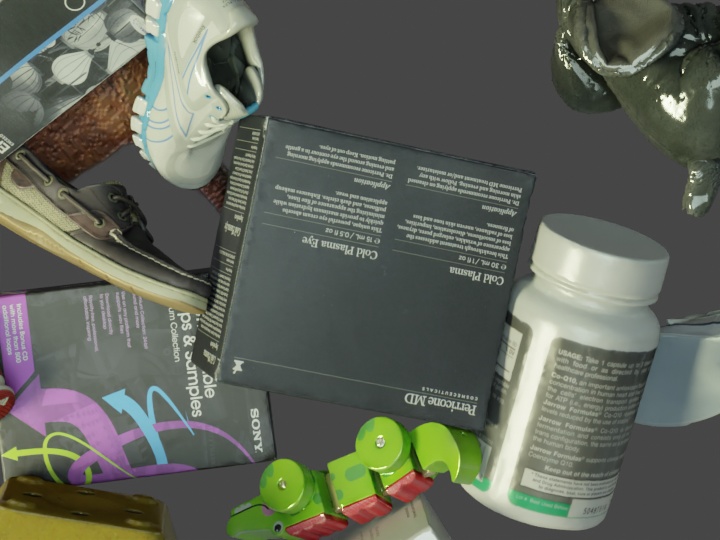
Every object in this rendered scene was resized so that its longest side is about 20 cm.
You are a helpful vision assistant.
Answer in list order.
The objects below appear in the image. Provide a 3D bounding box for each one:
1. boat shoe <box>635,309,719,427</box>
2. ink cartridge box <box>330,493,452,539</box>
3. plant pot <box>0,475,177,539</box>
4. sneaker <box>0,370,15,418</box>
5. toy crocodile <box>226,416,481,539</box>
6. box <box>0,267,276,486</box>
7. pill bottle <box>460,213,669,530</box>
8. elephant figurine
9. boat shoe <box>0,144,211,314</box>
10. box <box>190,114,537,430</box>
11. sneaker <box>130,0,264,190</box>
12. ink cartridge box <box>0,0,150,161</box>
[{"bbox_3d":[0.269,0.055,1.747,0.201,0.086,0.075,-20,92,29],"label":"boat shoe"},{"bbox_3d":[-0.001,0.277,1.719,0.199,0.146,0.147,-33,97,1],"label":"ink cartridge box"},{"bbox_3d":[-0.206,0.254,1.683,0.193,0.196,0.202,10,94,-4],"label":"plant pot"},{"bbox_3d":[-0.345,0.082,1.731,0.199,0.078,0.116,-23,70,9],"label":"sneaker"},{"bbox_3d":[-0.005,0.154,1.724,0.199,0.067,0.062,-25,65,19],"label":"toy crocodile"},{"bbox_3d":[-0.164,0.077,1.744,0.198,0.036,0.144,-7,97,-4],"label":"box"},{"bbox_3d":[0.145,0.070,1.707,0.112,0.113,0.202,14,106,-5],"label":"pill bottle"},{"bbox_3d":[0.190,-0.167,1.703,0.199,0.155,0.142,24,128,5],"label":"elephant figurine"},{"bbox_3d":[-0.184,-0.033,1.692,0.199,0.072,0.065,26,86,22],"label":"boat shoe"},{"bbox_3d":[0.000,0.000,1.691,0.198,0.104,0.184,12,91,-14],"label":"box"},{"bbox_3d":[-0.104,-0.118,1.656,0.075,0.201,0.087,-31,58,-27],"label":"sneaker"},{"bbox_3d":[-0.239,-0.144,1.668,0.199,0.039,0.099,-36,127,19],"label":"ink cartridge box"}]
